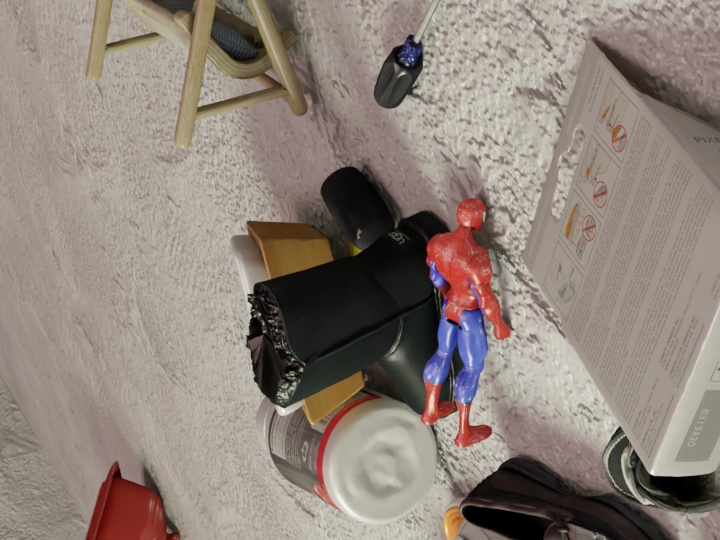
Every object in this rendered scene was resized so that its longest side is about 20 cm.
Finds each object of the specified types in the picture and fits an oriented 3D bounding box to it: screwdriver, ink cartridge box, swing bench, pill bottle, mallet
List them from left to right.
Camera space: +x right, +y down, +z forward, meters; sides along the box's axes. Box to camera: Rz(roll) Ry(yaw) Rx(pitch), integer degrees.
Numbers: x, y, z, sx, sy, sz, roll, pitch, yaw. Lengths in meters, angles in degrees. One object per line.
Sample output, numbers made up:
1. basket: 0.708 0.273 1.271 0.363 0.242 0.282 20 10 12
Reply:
1. swing bench: -0.149 -0.238 1.142 0.199 0.129 0.201 38 140 48
2. pill bottle: -0.022 0.157 1.268 0.200 0.110 0.111 13 124 62
3. mallet: 0.000 0.000 1.167 0.066 0.041 0.200 53 158 35
4. screwdriver: 0.039 -0.163 0.917 0.028 0.029 0.200 60 162 13
5. ink cartridge box: 0.162 -0.012 0.759 0.200 0.050 0.162 -112 29 -51

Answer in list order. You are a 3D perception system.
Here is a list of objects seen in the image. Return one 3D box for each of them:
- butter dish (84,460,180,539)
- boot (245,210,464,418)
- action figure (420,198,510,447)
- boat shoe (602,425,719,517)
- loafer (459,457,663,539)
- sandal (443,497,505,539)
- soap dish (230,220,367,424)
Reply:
1. butter dish: -0.377 0.453 2.305 0.200 0.147 0.200 96 -177 -53
2. boot: -0.005 0.063 1.065 0.076 0.168 0.201 42 148 43
3. action figure: 0.077 0.035 1.014 0.065 0.052 0.201 36 138 41
4. boat shoe: 0.190 0.111 0.824 0.076 0.060 0.200 62 157 9
5. loafer: 0.147 0.197 1.000 0.200 0.063 0.072 21 132 59
6. sandal: 0.116 0.264 1.137 0.207 0.059 0.079 37 144 49
7. soap dish: -0.056 0.035 1.189 0.200 0.081 0.158 -143 38 -80
